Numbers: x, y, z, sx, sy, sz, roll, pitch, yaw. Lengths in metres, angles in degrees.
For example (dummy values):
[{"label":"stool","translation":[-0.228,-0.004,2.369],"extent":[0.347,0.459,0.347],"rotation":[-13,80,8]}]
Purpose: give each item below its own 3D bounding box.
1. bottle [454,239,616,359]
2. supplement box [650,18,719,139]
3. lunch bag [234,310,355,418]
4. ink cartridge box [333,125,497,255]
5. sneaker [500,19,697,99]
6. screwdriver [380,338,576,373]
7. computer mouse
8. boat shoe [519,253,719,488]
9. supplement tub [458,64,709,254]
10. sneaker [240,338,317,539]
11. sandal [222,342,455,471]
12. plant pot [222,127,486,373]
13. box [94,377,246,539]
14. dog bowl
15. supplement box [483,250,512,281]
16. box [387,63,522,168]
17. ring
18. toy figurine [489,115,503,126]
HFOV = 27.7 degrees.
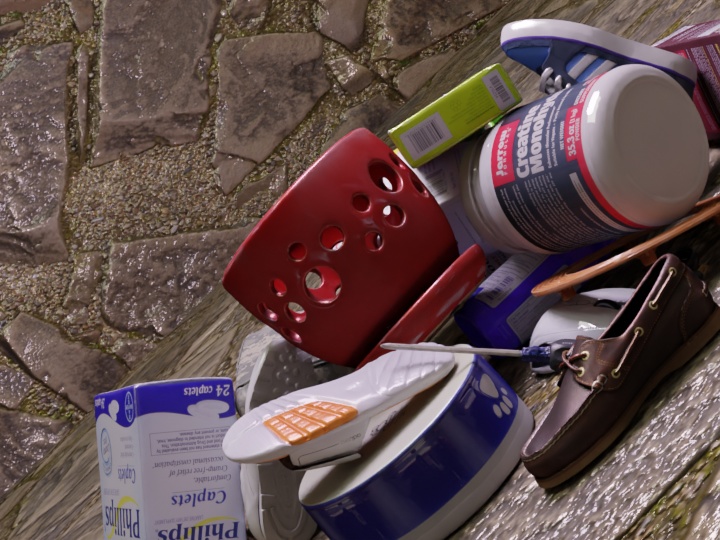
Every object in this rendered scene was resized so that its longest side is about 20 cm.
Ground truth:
[{"label":"bottle","translation":[0.183,0.000,1.424],"extent":[0.200,0.065,0.084],"rotation":[-43,15,-10]},{"label":"supplement box","translation":[0.357,-0.189,1.436],"extent":[0.061,0.109,0.200],"rotation":[-28,9,-7]},{"label":"lunch bag","translation":[-0.028,0.114,1.518],"extent":[0.167,0.140,0.200],"rotation":[-30,15,11]},{"label":"ink cartridge box","translation":[0.061,-0.062,1.517],"extent":[0.200,0.088,0.146],"rotation":[-27,34,14]},{"label":"sneaker","translation":[0.218,-0.150,1.406],"extent":[0.081,0.199,0.147],"rotation":[76,-150,-80]},{"label":"screwdriver","translation":[0.114,0.070,1.181],"extent":[0.199,0.028,0.029],"rotation":[-1,50,9]},{"label":"computer mouse","translation":[0.203,0.039,1.244],"extent":[0.200,0.044,0.110],"rotation":[-28,17,52]},{"label":"boat shoe","translation":[0.185,0.073,1.097],"extent":[0.200,0.070,0.070],"rotation":[-45,14,-15]},{"label":"supplement tub","translation":[0.196,-0.092,1.303],"extent":[0.140,0.140,0.200],"rotation":[-47,17,-33]},{"label":"sneaker","translation":[-0.087,0.165,1.403],"extent":[0.076,0.201,0.080],"rotation":[3,0,-25]},{"label":"sandal","translation":[-0.010,0.127,1.205],"extent":[0.206,0.059,0.079],"rotation":[-22,25,-8]},{"label":"plant pot","translation":[0.000,0.000,1.348],"extent":[0.200,0.182,0.200],"rotation":[-45,-6,-6]},{"label":"box","translation":[-0.198,0.217,1.496],"extent":[0.105,0.201,0.184],"rotation":[-3,-6,-23]},{"label":"dog bowl","translation":[0.045,0.156,1.234],"extent":[0.200,0.079,0.200],"rotation":[-40,10,8]},{"label":"supplement box","translation":[0.211,-0.058,1.540],"extent":[0.200,0.074,0.126],"rotation":[-39,10,21]},{"label":"box","translation":[0.089,-0.149,1.416],"extent":[0.122,0.048,0.200],"rotation":[-32,3,5]},{"label":"ring","translation":[0.242,-0.019,1.277],"extent":[0.200,0.019,0.200],"rotation":[-27,0,0]},{"label":"toy figurine","translation":[0.148,-0.107,1.909],"extent":[0.184,0.150,0.200],"rotation":[-48,-14,15]}]
